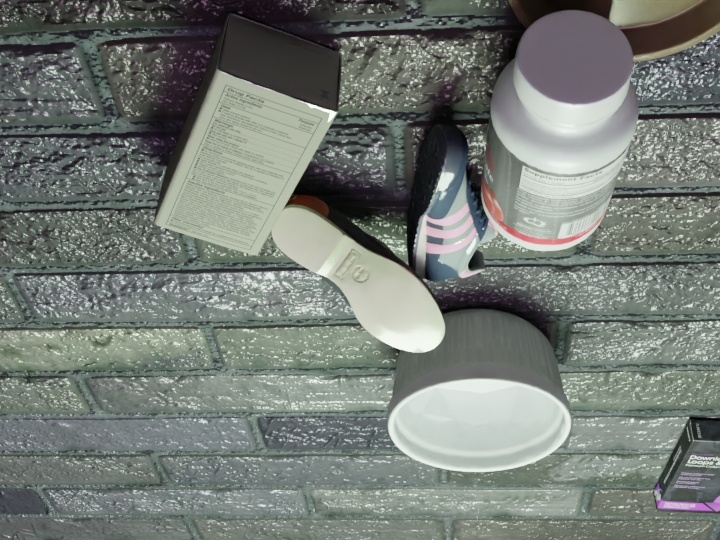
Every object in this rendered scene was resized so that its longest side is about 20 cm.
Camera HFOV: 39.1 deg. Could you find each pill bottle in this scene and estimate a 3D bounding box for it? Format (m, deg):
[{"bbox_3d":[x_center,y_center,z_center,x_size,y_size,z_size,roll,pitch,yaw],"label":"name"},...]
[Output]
[{"bbox_3d":[0.154,-0.106,0.790,0.110,0.111,0.200,0,155,3],"label":"pill bottle"}]

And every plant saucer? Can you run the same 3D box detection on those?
[{"bbox_3d":[0.199,-0.234,0.724,0.199,0.030,0.201,2,141,1],"label":"plant saucer"}]

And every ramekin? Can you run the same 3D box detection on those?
[{"bbox_3d":[0.129,0.131,1.125,0.199,0.106,0.201,2,141,1],"label":"ramekin"}]

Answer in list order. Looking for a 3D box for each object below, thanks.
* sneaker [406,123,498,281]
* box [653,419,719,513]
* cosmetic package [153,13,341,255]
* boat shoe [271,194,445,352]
[{"bbox_3d":[0.090,-0.060,0.924,0.081,0.071,0.200,0,148,-5],"label":"sneaker"},{"bbox_3d":[0.475,0.259,1.321,0.142,0.036,0.201,1,140,2],"label":"box"},{"bbox_3d":[-0.100,-0.108,0.865,0.103,0.073,0.200,18,139,-17],"label":"cosmetic package"},{"bbox_3d":[0.000,0.000,0.958,0.200,0.063,0.071,38,104,-11],"label":"boat shoe"}]
